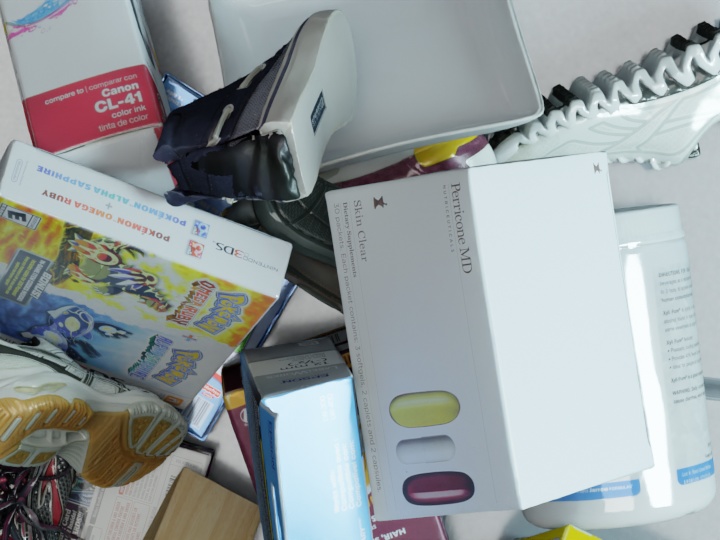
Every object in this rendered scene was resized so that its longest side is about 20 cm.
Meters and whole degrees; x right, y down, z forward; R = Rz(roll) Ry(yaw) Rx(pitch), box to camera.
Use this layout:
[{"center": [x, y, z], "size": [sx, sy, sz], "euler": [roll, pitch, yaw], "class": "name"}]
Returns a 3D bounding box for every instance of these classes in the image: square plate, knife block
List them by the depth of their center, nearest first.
[{"center": [-0.129, 0.238, 1.543], "size": [0.064, 0.176, 0.200], "euler": [28, 91, -9], "class": "knife block"}, {"center": [0.007, -0.139, 1.582], "size": [0.199, 0.028, 0.199], "euler": [-14, 48, 2], "class": "square plate"}]

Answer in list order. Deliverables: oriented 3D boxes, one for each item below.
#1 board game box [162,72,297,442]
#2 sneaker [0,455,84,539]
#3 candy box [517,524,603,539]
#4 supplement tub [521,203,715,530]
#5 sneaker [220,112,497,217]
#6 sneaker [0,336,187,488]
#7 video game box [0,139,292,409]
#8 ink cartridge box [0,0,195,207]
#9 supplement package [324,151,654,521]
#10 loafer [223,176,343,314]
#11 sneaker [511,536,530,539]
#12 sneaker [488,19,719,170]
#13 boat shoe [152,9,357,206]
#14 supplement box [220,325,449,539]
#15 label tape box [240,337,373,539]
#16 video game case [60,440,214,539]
[{"center": [-0.118, -0.009, 1.637], "size": [0.151, 0.037, 0.200], "euler": [31, 93, -1], "class": "board game box"}, {"center": [-0.221, 0.145, 1.592], "size": [0.080, 0.075, 0.201], "euler": [2, 91, 3], "class": "sneaker"}, {"center": [0.198, 0.223, 1.585], "size": [0.200, 0.102, 0.026], "euler": [27, 72, -11], "class": "candy box"}, {"center": [0.158, 0.062, 1.585], "size": [0.131, 0.132, 0.201], "euler": [-6, 91, 2], "class": "supplement tub"}, {"center": [-0.002, -0.033, 1.584], "size": [0.199, 0.075, 0.090], "euler": [-24, 99, 1], "class": "sneaker"}, {"center": [-0.185, 0.080, 1.545], "size": [0.076, 0.200, 0.088], "euler": [-45, 61, 10], "class": "sneaker"}, {"center": [-0.160, 0.008, 1.510], "size": [0.182, 0.200, 0.047], "euler": [18, 61, -13], "class": "video game box"}, {"center": [-0.173, -0.128, 1.543], "size": [0.085, 0.148, 0.201], "euler": [-15, 63, 0], "class": "ink cartridge box"}, {"center": [0.080, 0.038, 1.461], "size": [0.111, 0.156, 0.201], "euler": [-9, 90, 37], "class": "supplement package"}, {"center": [0.000, 0.000, 1.540], "size": [0.200, 0.072, 0.063], "euler": [33, 137, -27], "class": "loafer"}, {"center": [0.107, 0.281, 1.617], "size": [0.075, 0.085, 0.201], "euler": [5, 92, 2], "class": "sneaker"}, {"center": [0.180, -0.098, 1.611], "size": [0.199, 0.075, 0.081], "euler": [-22, 105, 6], "class": "sneaker"}, {"center": [-0.063, -0.102, 1.473], "size": [0.092, 0.200, 0.075], "euler": [-5, 114, 15], "class": "boat shoe"}, {"center": [-0.010, 0.147, 1.599], "size": [0.110, 0.086, 0.201], "euler": [-19, 100, -1], "class": "supplement box"}, {"center": [-0.028, 0.130, 1.450], "size": [0.066, 0.200, 0.144], "euler": [-8, 99, -7], "class": "label tape box"}, {"center": [-0.213, 0.192, 1.648], "size": [0.181, 0.036, 0.201], "euler": [16, 92, 1], "class": "video game case"}]
